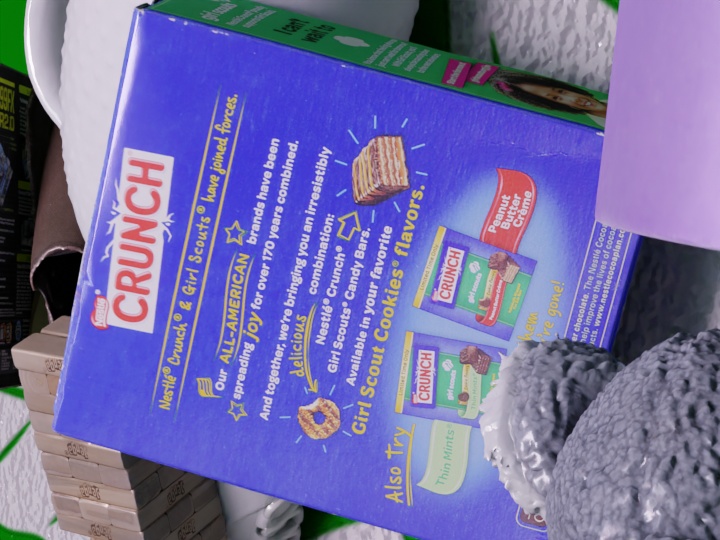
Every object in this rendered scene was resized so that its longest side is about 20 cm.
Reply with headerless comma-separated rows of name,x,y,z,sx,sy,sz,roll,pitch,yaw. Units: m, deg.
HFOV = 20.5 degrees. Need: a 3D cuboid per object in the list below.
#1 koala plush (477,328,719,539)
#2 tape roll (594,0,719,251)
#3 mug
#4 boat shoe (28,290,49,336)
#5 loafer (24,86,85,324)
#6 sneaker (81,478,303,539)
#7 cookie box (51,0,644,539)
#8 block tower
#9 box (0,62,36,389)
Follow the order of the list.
koala plush,0.099,0.102,0.595,0.177,0.184,0.201,-5,57,37
tape roll,0.166,-0.043,0.530,0.200,0.199,0.086,14,98,52
mug,-0.078,-0.092,0.886,0.200,0.147,0.176,30,117,32
boat shoe,-0.124,-0.023,1.031,0.072,0.072,0.201,-1,76,22
loafer,-0.122,-0.014,0.954,0.073,0.071,0.201,-17,75,14
sneaker,-0.055,0.110,0.935,0.200,0.074,0.087,-42,73,46
cookie box,0.000,0.000,0.756,0.199,0.075,0.172,16,105,6
block tower,-0.097,0.117,0.888,0.058,0.054,0.201,8,119,35
box,-0.189,-0.021,1.023,0.200,0.044,0.161,6,-96,-85
